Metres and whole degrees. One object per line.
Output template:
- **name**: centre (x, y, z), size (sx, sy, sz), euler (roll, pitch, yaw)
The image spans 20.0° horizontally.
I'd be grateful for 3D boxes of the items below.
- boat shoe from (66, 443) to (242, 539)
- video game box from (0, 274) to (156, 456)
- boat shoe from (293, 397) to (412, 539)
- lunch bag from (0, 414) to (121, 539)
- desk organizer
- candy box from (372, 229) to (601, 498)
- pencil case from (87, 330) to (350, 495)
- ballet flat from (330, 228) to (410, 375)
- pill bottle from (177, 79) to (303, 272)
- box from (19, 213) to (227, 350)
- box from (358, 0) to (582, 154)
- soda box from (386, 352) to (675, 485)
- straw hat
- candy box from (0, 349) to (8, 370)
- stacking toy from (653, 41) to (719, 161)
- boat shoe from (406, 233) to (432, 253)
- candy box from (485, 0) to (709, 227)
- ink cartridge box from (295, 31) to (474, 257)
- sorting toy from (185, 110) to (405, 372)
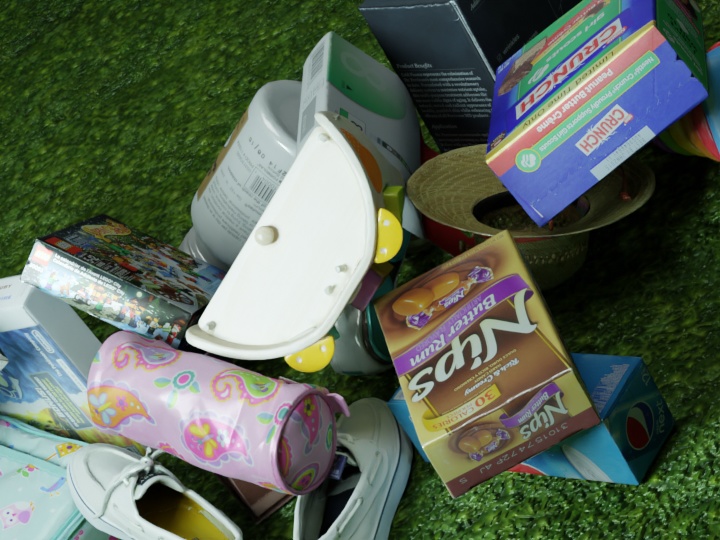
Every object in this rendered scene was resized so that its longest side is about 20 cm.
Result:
- **boat shoe**: centre (-0.157, 0.171, 1.548), size (0.075, 0.086, 0.202), euler (-27, 44, -29)
- **video game box**: centre (-0.289, 0.092, 1.730), size (0.182, 0.200, 0.047), euler (-8, 42, 35)
- **boat shoe**: centre (-0.009, 0.153, 1.520), size (0.073, 0.065, 0.200), euler (-21, 32, 18)
- **lunch bag**: centre (-0.292, 0.197, 1.673), size (0.200, 0.077, 0.160), euler (15, 54, 36)
- **desk organizer**: centre (-0.110, 0.116, 1.655), size (0.072, 0.077, 0.200), euler (-37, 30, -9)
- **candy box**: centre (0.086, 0.061, 1.446), size (0.117, 0.057, 0.200), euler (-28, 32, 5)
- **pencil case**: centre (-0.107, 0.103, 1.500), size (0.200, 0.088, 0.087), euler (13, 51, 34)
- **ballet flat**: centre (0.000, 0.000, 1.708), size (0.069, 0.069, 0.200), euler (-15, 54, 27)
- **pill bottle**: centre (-0.083, -0.058, 1.781), size (0.200, 0.114, 0.114), euler (-55, 16, 33)
- **box**: centre (-0.183, 0.008, 1.668), size (0.038, 0.136, 0.200), euler (-65, -3, 10)
- **box**: centre (0.135, -0.215, 1.806), size (0.124, 0.197, 0.200), euler (5, 45, 46)
- **soda box**: centre (0.121, 0.102, 1.476), size (0.200, 0.068, 0.064), euler (2, 44, 44)
- **straw hat**: centre (0.138, -0.031, 1.641), size (0.201, 0.085, 0.201), euler (-2, 27, 1)
- **candy box**: centre (-0.399, 0.061, 1.656), size (0.168, 0.071, 0.200), euler (-50, 59, 17)
- **stacking toy**: centre (0.271, -0.134, 1.677), size (0.116, 0.110, 0.200), euler (-31, 15, -29)
- **boat shoe**: centre (0.015, -0.060, 1.835), size (0.073, 0.063, 0.201), euler (-35, 37, -16)
- **candy box**: centre (0.184, -0.146, 1.592), size (0.169, 0.077, 0.200), euler (-38, 17, 22)
- **ink cartridge box**: centre (0.039, -0.098, 1.715), size (0.050, 0.200, 0.161), euler (-50, 21, 28)
- **sorting toy**: centre (-0.018, -0.014, 1.566), size (0.200, 0.107, 0.180), euler (-58, -10, 14)
